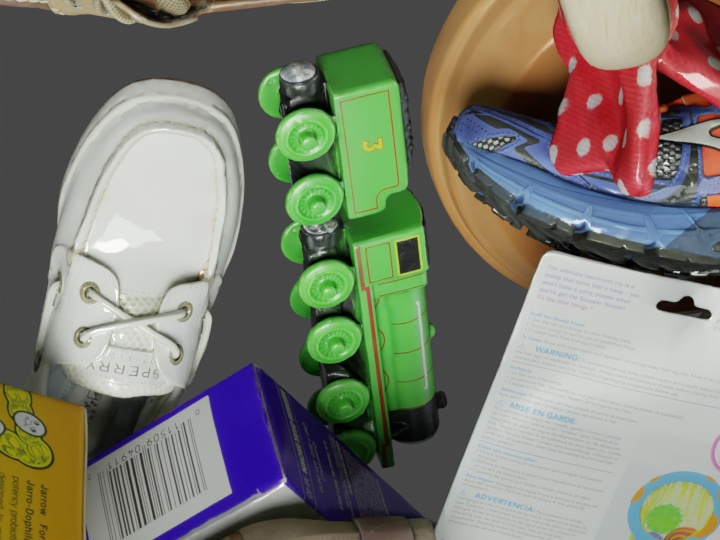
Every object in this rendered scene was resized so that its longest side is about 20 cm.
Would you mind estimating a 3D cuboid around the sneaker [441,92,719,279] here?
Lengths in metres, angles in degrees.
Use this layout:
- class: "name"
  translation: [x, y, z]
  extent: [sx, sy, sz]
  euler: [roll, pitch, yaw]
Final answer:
- class: "sneaker"
  translation: [0.127, -0.037, 0.741]
  extent: [0.198, 0.079, 0.075]
  euler: [9, 173, 1]

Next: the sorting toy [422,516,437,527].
- class: "sorting toy"
  translation: [-0.025, 0.165, 0.961]
  extent: [0.199, 0.037, 0.185]
  euler: [22, 125, -28]

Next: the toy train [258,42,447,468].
- class: "toy train"
  translation: [0.000, 0.000, 0.820]
  extent: [0.056, 0.042, 0.201]
  euler: [-14, 131, -8]

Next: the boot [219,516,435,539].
- class: "boot"
  translation: [-0.023, 0.170, 0.793]
  extent: [0.145, 0.071, 0.201]
  euler: [-15, 136, -2]

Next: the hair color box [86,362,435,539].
- class: "hair color box"
  translation: [-0.029, 0.131, 0.848]
  extent: [0.109, 0.065, 0.200]
  euler: [-30, 138, 14]

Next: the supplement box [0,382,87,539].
- class: "supplement box"
  translation: [-0.204, 0.091, 0.718]
  extent: [0.199, 0.110, 0.109]
  euler: [19, 127, -21]

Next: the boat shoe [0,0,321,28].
- class: "boat shoe"
  translation: [-0.073, -0.117, 0.690]
  extent: [0.198, 0.072, 0.076]
  euler: [-8, 130, 1]

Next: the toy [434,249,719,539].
- class: "toy"
  translation: [0.086, 0.082, 0.804]
  extent: [0.114, 0.047, 0.201]
  euler: [12, 115, -14]

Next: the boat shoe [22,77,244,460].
- class: "boat shoe"
  translation: [-0.087, 0.022, 0.806]
  extent: [0.070, 0.070, 0.201]
  euler: [10, 127, -12]

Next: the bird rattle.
- class: "bird rattle"
  translation: [0.062, -0.118, 0.634]
  extent: [0.112, 0.163, 0.202]
  euler: [-5, 98, 12]

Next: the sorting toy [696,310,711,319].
- class: "sorting toy"
  translation: [0.172, 0.084, 0.865]
  extent: [0.198, 0.107, 0.181]
  euler: [13, 126, -17]

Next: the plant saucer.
- class: "plant saucer"
  translation: [0.122, -0.055, 0.788]
  extent: [0.198, 0.038, 0.201]
  euler: [-3, 130, -3]
